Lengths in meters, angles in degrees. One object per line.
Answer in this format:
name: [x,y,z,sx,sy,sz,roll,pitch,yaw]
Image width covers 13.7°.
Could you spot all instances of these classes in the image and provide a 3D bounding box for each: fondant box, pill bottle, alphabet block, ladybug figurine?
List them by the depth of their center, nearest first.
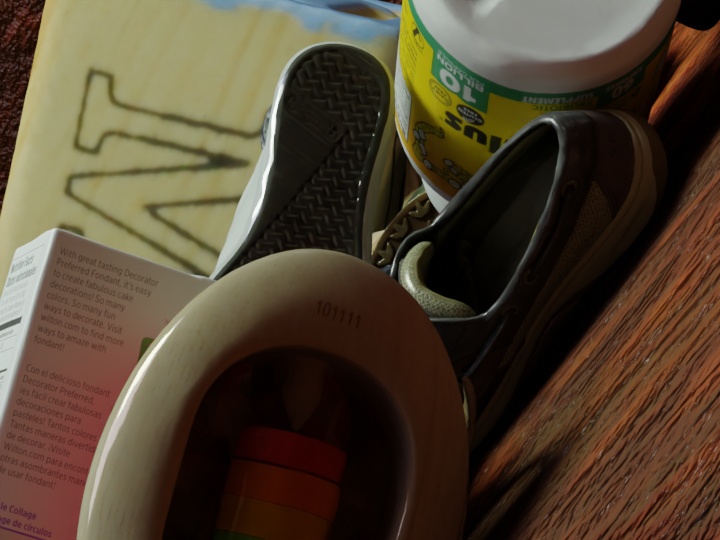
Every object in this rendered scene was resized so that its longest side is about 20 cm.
ladybug figurine: [-0.036,0.092,1.059,0.072,0.135,0.201,157,133,-72]
fondant box: [-0.082,0.103,1.112,0.058,0.144,0.201,162,125,-68]
pill bottle: [0.071,-0.087,1.271,0.113,0.112,0.200,-58,-10,-21]
alphabet block: [-0.068,-0.056,1.607,0.195,0.196,0.201,-21,-55,-76]

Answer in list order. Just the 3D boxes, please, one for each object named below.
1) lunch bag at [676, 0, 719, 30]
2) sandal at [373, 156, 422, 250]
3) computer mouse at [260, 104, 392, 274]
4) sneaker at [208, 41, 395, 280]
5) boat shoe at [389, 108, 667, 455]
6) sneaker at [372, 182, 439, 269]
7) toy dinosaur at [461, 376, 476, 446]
lunch bag: [0.140,-0.206,1.349,0.132,0.136,0.200,-53,4,31]
sandal: [0.058,-0.027,1.516,0.069,0.078,0.212,-15,24,28]
computer mouse: [0.000,0.000,1.386,0.059,0.034,0.201,-45,52,37]
sneaker: [-0.027,0.011,1.234,0.085,0.073,0.201,103,-174,-66]
boat shoe: [0.040,0.010,1.204,0.200,0.065,0.073,-55,45,21]
sneaker: [0.071,-0.042,1.430,0.201,0.067,0.090,-55,-2,10]
toy dinosaur: [0.015,0.099,1.163,0.200,0.058,0.101,-59,18,30]
